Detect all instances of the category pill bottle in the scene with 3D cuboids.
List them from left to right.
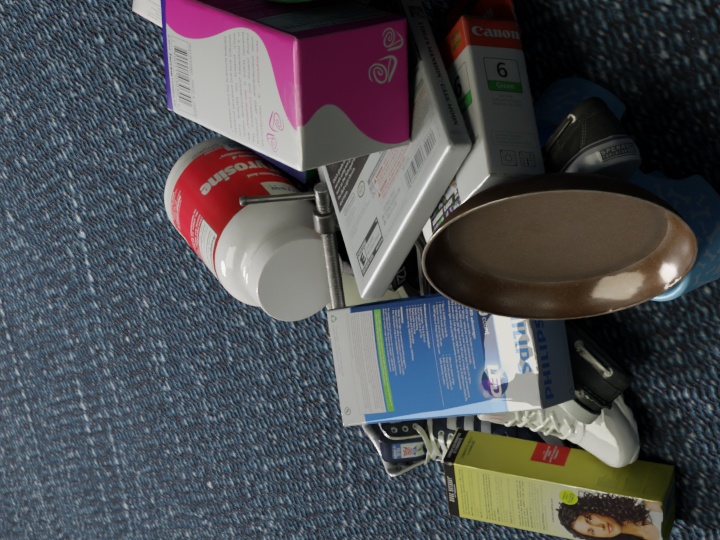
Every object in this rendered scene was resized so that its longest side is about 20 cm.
[{"bbox_3d":[-0.097,-0.037,1.668,0.200,0.112,0.112,46,154,50],"label":"pill bottle"}]

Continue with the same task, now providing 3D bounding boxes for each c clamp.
[{"bbox_3d":[0.000,0.000,1.572,0.171,0.027,0.200,-7,128,9],"label":"c clamp"}]

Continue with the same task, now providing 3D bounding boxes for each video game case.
[{"bbox_3d":[0.019,-0.107,1.400,0.200,0.023,0.182,119,142,-50],"label":"video game case"}]

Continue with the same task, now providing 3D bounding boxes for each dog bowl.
[{"bbox_3d":[0.197,-0.057,1.382,0.200,0.050,0.112,45,147,12],"label":"dog bowl"}]

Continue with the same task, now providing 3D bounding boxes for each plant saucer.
[{"bbox_3d":[0.144,-0.020,1.312,0.200,0.200,0.032,127,146,-57],"label":"plant saucer"}]

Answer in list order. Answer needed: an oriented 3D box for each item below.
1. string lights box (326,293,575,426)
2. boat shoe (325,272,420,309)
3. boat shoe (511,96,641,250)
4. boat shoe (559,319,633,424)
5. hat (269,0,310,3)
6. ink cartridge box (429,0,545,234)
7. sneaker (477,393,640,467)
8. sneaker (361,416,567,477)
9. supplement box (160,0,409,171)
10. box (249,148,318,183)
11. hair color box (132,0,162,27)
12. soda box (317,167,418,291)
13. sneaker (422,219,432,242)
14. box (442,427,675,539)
[{"bbox_3d":[0.073,0.070,1.497,0.200,0.059,0.103,-8,90,36],"label":"string lights box"},{"bbox_3d":[0.037,0.048,1.670,0.202,0.072,0.060,39,-178,20],"label":"boat shoe"},{"bbox_3d":[0.141,-0.065,1.345,0.066,0.070,0.200,69,157,17],"label":"boat shoe"},{"bbox_3d":[0.155,0.036,1.519,0.060,0.076,0.200,-44,70,19],"label":"boat shoe"},{"bbox_3d":[-0.034,-0.310,1.323,0.200,0.166,0.176,7,126,48],"label":"hat"},{"bbox_3d":[0.081,-0.134,1.357,0.109,0.050,0.200,131,136,-57],"label":"ink cartridge box"},{"bbox_3d":[0.150,0.114,1.562,0.200,0.099,0.078,38,145,22],"label":"sneaker"},{"bbox_3d":[0.090,0.159,1.674,0.200,0.108,0.070,27,141,35],"label":"sneaker"},{"bbox_3d":[-0.059,-0.155,1.364,0.200,0.103,0.101,29,127,51],"label":"supplement box"},{"bbox_3d":[-0.075,-0.186,1.610,0.117,0.048,0.200,32,141,28],"label":"box"},{"bbox_3d":[-0.128,-0.295,1.511,0.101,0.061,0.200,33,128,29],"label":"hair color box"},{"bbox_3d":[0.008,-0.085,1.585,0.071,0.063,0.200,21,136,41],"label":"soda box"},{"bbox_3d":[0.081,-0.099,1.452,0.116,0.074,0.200,8,125,58],"label":"sneaker"},{"bbox_3d":[0.175,0.195,1.591,0.200,0.050,0.075,8,131,21],"label":"box"}]
